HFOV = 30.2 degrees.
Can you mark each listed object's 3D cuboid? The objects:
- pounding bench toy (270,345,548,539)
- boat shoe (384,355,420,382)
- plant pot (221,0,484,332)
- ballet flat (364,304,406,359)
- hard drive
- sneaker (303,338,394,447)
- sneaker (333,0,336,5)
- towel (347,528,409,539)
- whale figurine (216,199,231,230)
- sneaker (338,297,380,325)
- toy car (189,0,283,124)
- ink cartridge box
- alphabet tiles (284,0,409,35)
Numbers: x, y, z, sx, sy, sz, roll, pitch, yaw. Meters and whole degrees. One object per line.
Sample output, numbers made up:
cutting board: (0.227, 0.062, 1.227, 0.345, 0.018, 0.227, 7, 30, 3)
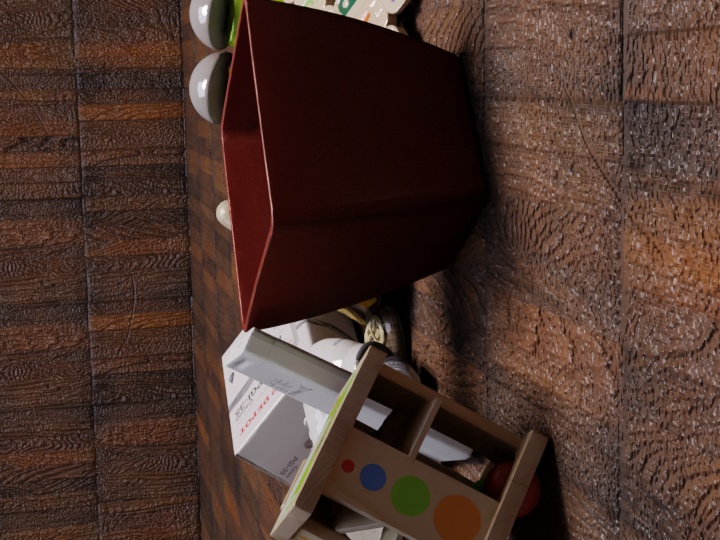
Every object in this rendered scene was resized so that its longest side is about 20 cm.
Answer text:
pounding bench toy: (0.032, 0.170, 0.974, 0.125, 0.155, 0.200, -63, 1, -23)
boat shoe: (0.029, 0.174, 1.226, 0.066, 0.070, 0.201, -74, -18, -75)
plant pot: (-0.008, -0.082, 1.072, 0.200, 0.175, 0.201, 113, 152, -62)
ballet flat: (0.012, 0.121, 1.316, 0.068, 0.046, 0.201, -110, 21, -50)
hard drive: (-0.011, 0.106, 1.106, 0.027, 0.199, 0.132, -65, 8, -13)
sneaker: (-0.015, 0.157, 1.280, 0.087, 0.074, 0.201, 17, 105, 43)
sneaker: (-0.017, -0.301, 1.320, 0.200, 0.076, 0.091, -123, 38, -48)
towel: (0.009, 0.254, 1.150, 0.132, 0.034, 0.201, 145, 119, -61)
whale figurine: (-0.080, -0.083, 1.458, 0.104, 0.158, 0.201, -8, -100, -85)
sneaker: (0.000, 0.000, 1.320, 0.090, 0.075, 0.200, -62, 3, 0)
toy car: (-0.093, -0.249, 1.514, 0.150, 0.174, 0.201, -46, -35, -55)
ink cartridge box: (-0.072, 0.112, 1.450, 0.147, 0.083, 0.200, -51, 24, 16)
alphabet tiles: (-0.016, -0.237, 1.234, 0.196, 0.015, 0.201, -50, 53, 35)
